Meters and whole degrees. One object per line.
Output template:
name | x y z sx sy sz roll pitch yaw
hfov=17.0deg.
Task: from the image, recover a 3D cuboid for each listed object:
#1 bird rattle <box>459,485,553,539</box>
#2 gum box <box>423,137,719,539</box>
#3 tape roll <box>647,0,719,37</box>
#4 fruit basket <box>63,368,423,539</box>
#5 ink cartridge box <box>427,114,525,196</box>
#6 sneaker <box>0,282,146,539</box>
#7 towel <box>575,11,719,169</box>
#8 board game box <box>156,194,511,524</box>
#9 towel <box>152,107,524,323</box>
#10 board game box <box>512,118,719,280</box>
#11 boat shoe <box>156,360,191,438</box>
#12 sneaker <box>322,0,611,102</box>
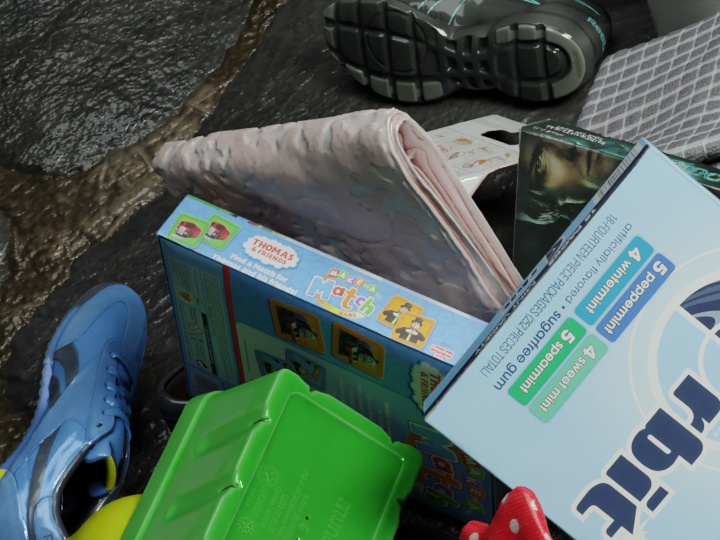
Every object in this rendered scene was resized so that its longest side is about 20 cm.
bird rattle | 0.110 0.183 1.106 0.163 0.200 0.113 22 55 11
gum box | 0.160 0.065 1.160 0.170 0.200 0.045 -51 5 8
tape roll | 0.267 -0.214 1.493 0.202 0.139 0.203 -14 41 12
fruit basket | -0.080 0.169 1.271 0.216 0.155 0.216 -55 10 15
ink cartridge box | 0.022 -0.043 1.467 0.199 0.050 0.161 -13 14 -16
sneaker | -0.154 0.091 1.409 0.078 0.066 0.200 -7 46 35
towel | 0.197 -0.076 1.311 0.200 0.086 0.166 -17 32 32
board game box | -0.009 0.053 1.283 0.200 0.151 0.037 24 58 21
towel | 0.000 0.000 1.277 0.200 0.191 0.032 -5 37 48
board game box | 0.134 0.033 1.249 0.135 0.201 0.028 20 27 41
boat shoe | -0.031 0.040 1.417 0.200 0.060 0.074 -31 41 -9
sneaker | 0.071 -0.154 1.587 0.199 0.076 0.079 10 36 25
